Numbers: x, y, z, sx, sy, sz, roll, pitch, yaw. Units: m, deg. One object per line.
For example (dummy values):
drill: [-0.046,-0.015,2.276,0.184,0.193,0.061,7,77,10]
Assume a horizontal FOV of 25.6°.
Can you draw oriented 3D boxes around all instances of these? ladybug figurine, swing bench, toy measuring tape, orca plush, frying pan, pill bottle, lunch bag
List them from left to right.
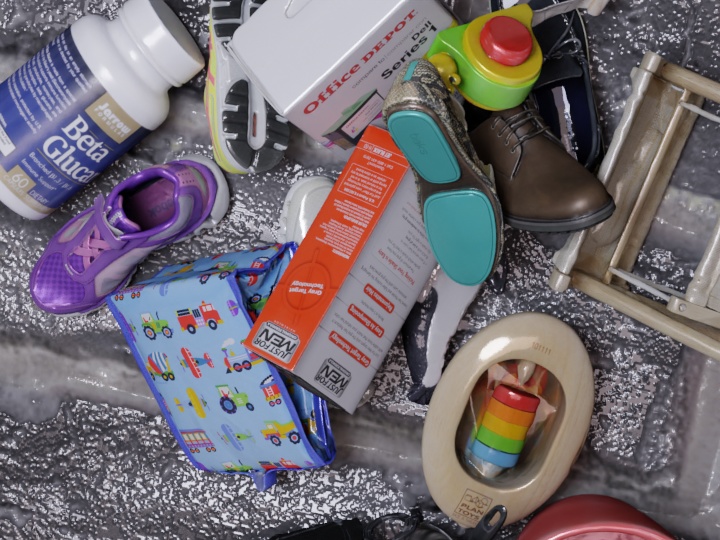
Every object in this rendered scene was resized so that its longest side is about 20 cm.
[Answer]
pill bottle: [-0.232,-0.144,1.337,0.199,0.111,0.112,-37,91,10]
lunch bag: [-0.107,0.093,1.338,0.149,0.094,0.203,-9,102,38]
orca plush: [0.066,0.010,1.356,0.104,0.071,0.203,-3,105,-38]
frying pan: [0.077,0.240,1.344,0.115,0.031,0.192,41,131,41]
ladybug figurine: [0.121,0.124,1.339,0.134,0.072,0.202,23,104,-6]
toy measuring tape: [0.133,-0.169,1.231,0.198,0.073,0.074,-21,96,-32]
swing bench: [0.279,-0.046,1.280,0.198,0.130,0.201,25,100,9]

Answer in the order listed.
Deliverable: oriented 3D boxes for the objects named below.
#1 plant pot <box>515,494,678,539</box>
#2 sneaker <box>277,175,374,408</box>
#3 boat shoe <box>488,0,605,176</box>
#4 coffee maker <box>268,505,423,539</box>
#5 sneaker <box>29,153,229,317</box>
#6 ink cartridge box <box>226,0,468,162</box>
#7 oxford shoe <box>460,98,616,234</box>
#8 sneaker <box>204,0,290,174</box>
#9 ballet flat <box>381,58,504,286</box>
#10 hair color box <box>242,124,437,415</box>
plant pot: [0.192,0.276,1.298,0.197,0.177,0.203,1,99,4]
sneaker: [-0.021,0.020,1.337,0.074,0.081,0.203,-11,100,-27]
boat shoe: [0.156,-0.167,1.311,0.074,0.062,0.203,-16,93,10]
coffee maker: [-0.019,0.329,1.347,0.190,0.135,0.202,-13,102,22]
sneaker: [-0.209,-0.033,1.356,0.199,0.088,0.081,-35,84,10]
ink cartridge box: [0.008,-0.167,1.253,0.145,0.200,0.084,-42,65,10]
oxford shoe: [0.127,-0.087,1.238,0.072,0.200,0.085,-25,123,-18]
sneaker: [-0.101,-0.174,1.337,0.077,0.090,0.203,9,76,-18]
ballet flat: [0.070,-0.079,1.199,0.067,0.076,0.201,-2,138,24]
hair color box: [0.000,0.000,1.248,0.061,0.101,0.202,23,79,37]
